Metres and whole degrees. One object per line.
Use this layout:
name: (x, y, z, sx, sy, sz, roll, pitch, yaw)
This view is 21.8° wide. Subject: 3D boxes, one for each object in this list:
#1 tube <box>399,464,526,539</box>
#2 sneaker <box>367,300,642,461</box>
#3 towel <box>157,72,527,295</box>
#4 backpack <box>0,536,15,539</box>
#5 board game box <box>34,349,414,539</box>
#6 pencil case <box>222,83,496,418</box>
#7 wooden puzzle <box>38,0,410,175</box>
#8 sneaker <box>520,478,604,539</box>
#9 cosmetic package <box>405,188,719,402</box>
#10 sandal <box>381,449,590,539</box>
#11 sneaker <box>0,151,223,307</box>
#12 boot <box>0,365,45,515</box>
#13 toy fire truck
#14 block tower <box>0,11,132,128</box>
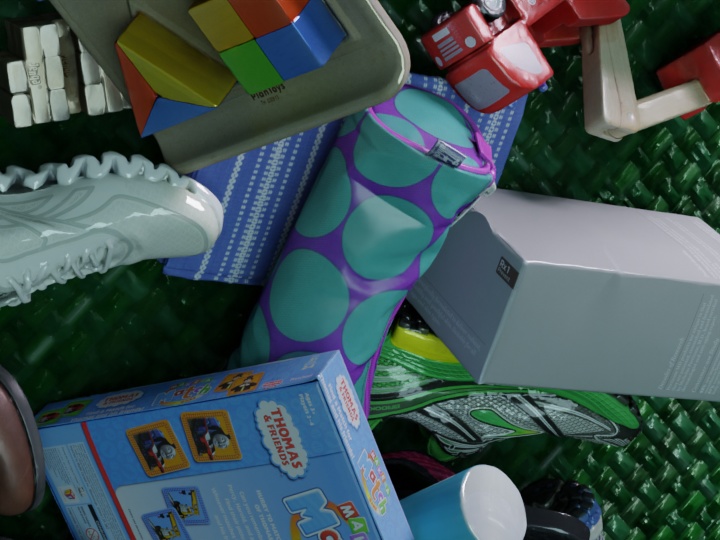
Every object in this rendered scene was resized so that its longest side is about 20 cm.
tube: (0.012, 0.168, 1.094, 0.077, 0.199, 0.051, 39, 47, -19)
sneaker: (0.079, 0.076, 1.147, 0.198, 0.078, 0.086, 14, 104, -13)
towel: (-0.012, -0.053, 1.073, 0.198, 0.024, 0.146, 6, 119, -29)
backpack: (-0.195, 0.248, 1.022, 0.188, 0.201, 0.155, 2, 135, -19)
board game box: (-0.076, 0.132, 1.050, 0.198, 0.037, 0.153, -11, 112, 29)
pencil case: (0.000, 0.000, 1.044, 0.092, 0.085, 0.201, 26, 111, -5)
wooden puzzle: (-0.095, -0.143, 0.915, 0.201, 0.184, 0.046, 56, 46, -19)
sneaker: (0.079, 0.221, 1.173, 0.199, 0.077, 0.086, -31, 115, -10)
cosmetic package: (0.139, 0.014, 1.108, 0.198, 0.107, 0.091, 4, 116, -27)
sandal: (0.041, 0.137, 1.128, 0.197, 0.075, 0.046, 8, 67, 2)
sneaker: (-0.170, -0.017, 0.984, 0.198, 0.075, 0.082, 2, 57, -13)
boot: (-0.275, 0.089, 0.964, 0.200, 0.068, 0.190, -38, 109, -40)
toy fire truck: (0.137, -0.128, 1.093, 0.200, 0.049, 0.142, -39, 98, -37)
block tower: (-0.102, -0.123, 1.038, 0.198, 0.058, 0.055, -11, 107, -18)
